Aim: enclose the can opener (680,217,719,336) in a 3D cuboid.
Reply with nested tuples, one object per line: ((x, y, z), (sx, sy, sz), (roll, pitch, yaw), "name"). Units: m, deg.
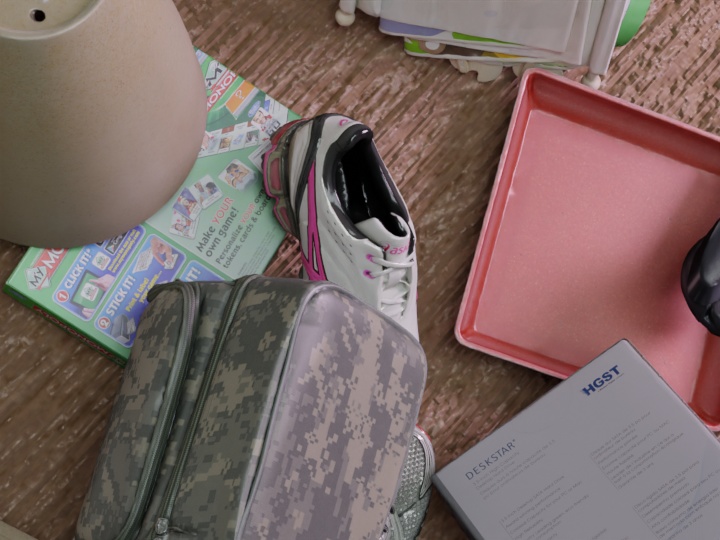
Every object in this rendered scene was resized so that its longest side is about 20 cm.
((0.277, -0.038, 1.271), (0.063, 0.079, 0.200), (38, 63, 3), "can opener")

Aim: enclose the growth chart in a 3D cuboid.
((0.079, -0.176, 1.243), (0.199, 0.145, 0.018), (12, 56, -8), "growth chart")

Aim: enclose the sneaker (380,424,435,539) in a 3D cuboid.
((-0.010, 0.182, 1.173), (0.078, 0.082, 0.200), (33, 72, -7), "sneaker")

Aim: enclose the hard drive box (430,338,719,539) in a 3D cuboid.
((0.163, 0.163, 1.153), (0.156, 0.077, 0.200), (-35, 49, -3), "hard drive box")

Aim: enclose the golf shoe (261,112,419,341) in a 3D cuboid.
((0.000, 0.000, 1.193), (0.072, 0.092, 0.201), (-26, 103, -29), "golf shoe")

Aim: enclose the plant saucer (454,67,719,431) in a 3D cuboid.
((0.172, -0.012, 1.286), (0.199, 0.037, 0.200), (19, 74, -12), "plant saucer")

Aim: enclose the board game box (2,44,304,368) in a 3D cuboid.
((-0.118, -0.035, 1.214), (0.134, 0.029, 0.200), (33, 72, -6), "board game box")

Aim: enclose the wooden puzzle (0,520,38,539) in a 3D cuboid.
((-0.240, 0.233, 1.085), (0.200, 0.046, 0.186), (35, 64, -38), "wooden puzzle")

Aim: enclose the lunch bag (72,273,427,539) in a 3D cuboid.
((-0.078, 0.105, 1.106), (0.139, 0.167, 0.201), (32, 68, -47), "lunch bag")

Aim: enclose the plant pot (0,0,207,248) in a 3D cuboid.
((-0.184, -0.135, 1.107), (0.186, 0.200, 0.188), (1, 71, -3), "plant pot")

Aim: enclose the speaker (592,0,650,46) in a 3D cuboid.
((0.095, -0.213, 1.277), (0.199, 0.088, 0.089), (15, 75, -12), "speaker")
